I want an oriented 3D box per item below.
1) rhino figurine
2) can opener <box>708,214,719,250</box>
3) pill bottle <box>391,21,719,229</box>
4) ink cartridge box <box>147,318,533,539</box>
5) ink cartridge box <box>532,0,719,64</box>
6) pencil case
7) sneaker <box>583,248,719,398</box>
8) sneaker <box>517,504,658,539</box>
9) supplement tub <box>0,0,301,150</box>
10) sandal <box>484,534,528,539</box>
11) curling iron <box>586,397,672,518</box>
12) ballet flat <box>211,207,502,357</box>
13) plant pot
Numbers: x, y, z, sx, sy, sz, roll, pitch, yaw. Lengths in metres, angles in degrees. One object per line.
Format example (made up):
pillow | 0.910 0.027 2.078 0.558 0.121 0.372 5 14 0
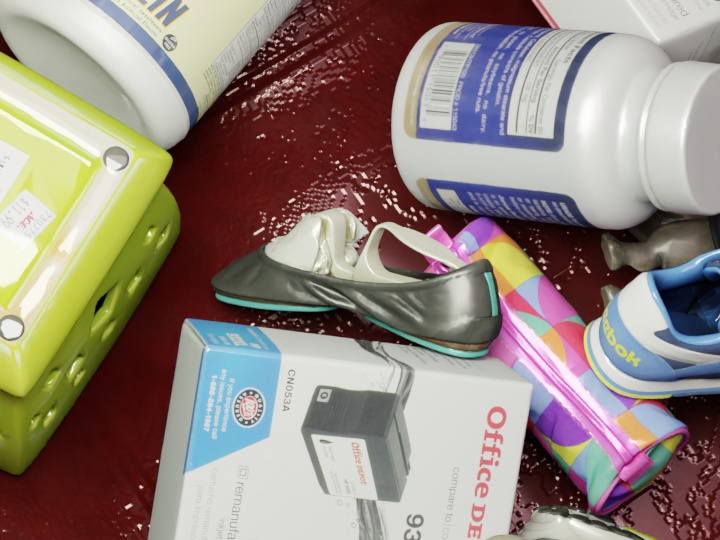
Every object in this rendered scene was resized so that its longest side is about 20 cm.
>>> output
rhino figurine | 0.177 -0.073 1.715 0.087 0.060 0.200 -11 69 -11
can opener | 0.256 -0.088 1.640 0.079 0.063 0.200 -14 108 -24
pill bottle | 0.131 -0.087 1.618 0.200 0.120 0.120 8 67 35
ink cartridge box | -0.012 0.117 1.559 0.200 0.084 0.145 7 97 -15
ink cartridge box | 0.215 -0.207 1.719 0.200 0.085 0.146 -23 68 -30
pencil case | 0.111 0.057 1.642 0.088 0.088 0.200 -40 76 -17
sneaker | 0.238 0.030 1.603 0.200 0.082 0.074 -6 55 -20
sneaker | 0.183 0.211 1.634 0.200 0.077 0.085 22 94 -4
supplement tub | -0.114 -0.189 1.660 0.145 0.145 0.200 38 72 4
sandal | 0.071 0.238 1.489 0.080 0.054 0.200 19 67 -9
curling iron | 0.192 0.095 1.683 0.050 0.026 0.200 35 72 5
ballet flat | 0.000 0.000 1.623 0.200 0.068 0.069 12 105 27
plant pot | -0.230 -0.022 1.574 0.199 0.182 0.200 31 72 1
